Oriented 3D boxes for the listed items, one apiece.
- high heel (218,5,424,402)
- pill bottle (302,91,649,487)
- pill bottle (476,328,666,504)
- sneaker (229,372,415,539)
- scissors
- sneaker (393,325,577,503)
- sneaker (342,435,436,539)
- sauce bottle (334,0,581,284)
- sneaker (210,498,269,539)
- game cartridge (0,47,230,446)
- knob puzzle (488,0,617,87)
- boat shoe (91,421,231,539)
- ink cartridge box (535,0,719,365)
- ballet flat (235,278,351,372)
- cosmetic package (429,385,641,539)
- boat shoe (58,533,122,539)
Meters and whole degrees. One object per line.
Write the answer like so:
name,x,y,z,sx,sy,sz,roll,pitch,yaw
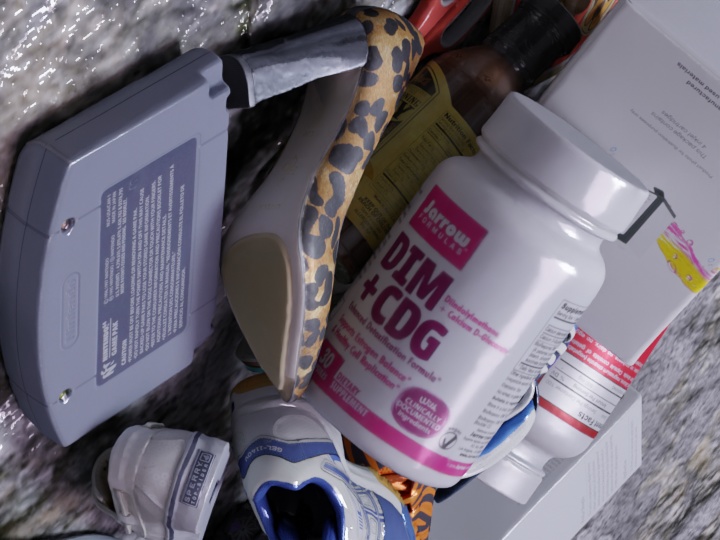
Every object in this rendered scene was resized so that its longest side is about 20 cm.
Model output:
high heel,-0.008,-0.038,1.380,0.142,0.071,0.201,-21,114,-41
pill bottle,0.062,0.009,1.403,0.200,0.113,0.113,-55,154,10
pill bottle,0.130,0.050,1.706,0.200,0.112,0.112,-56,153,2
sneaker,-0.026,0.148,1.497,0.075,0.088,0.200,-18,136,17
scissors,0.017,-0.110,1.450,0.200,0.014,0.073,-53,155,-10
sneaker,0.093,0.054,1.533,0.200,0.146,0.081,-39,106,-16
sneaker,0.025,0.159,1.634,0.077,0.112,0.200,-4,134,0
sauce bottle,0.043,-0.080,1.456,0.200,0.065,0.065,-44,151,-12
sneaker,-0.083,0.185,1.570,0.200,0.076,0.088,-32,136,-51
game cartridge,-0.127,-0.007,1.307,0.133,0.041,0.200,-38,148,-38
knob puzzle,0.142,-0.185,1.540,0.220,0.030,0.220,-44,155,-27
boat shoe,-0.115,0.119,1.431,0.200,0.070,0.071,108,2,-81
ink cartridge box,0.179,-0.079,1.496,0.200,0.145,0.147,-51,179,41
ballet flat,0.000,0.000,1.505,0.200,0.067,0.064,-23,110,-38
cosmetic package,0.118,0.162,1.859,0.200,0.074,0.102,-41,150,-22
boat shoe,-0.168,0.191,1.440,0.062,0.072,0.200,-49,146,19
